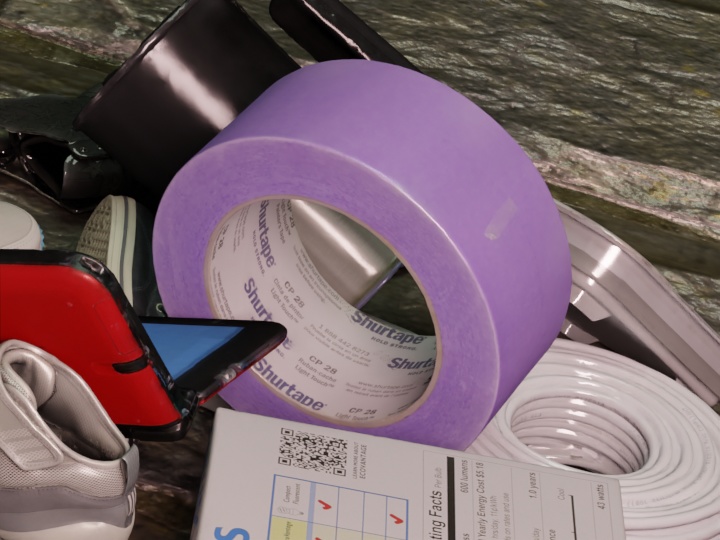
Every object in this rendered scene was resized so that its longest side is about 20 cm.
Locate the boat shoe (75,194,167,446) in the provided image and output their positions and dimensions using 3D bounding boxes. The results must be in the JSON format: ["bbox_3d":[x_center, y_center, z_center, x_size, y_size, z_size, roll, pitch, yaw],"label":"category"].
[{"bbox_3d":[-0.124,0.044,1.304,0.062,0.075,0.200,25,41,-23],"label":"boat shoe"}]

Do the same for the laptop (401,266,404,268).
[{"bbox_3d":[-0.017,-0.085,1.568,0.200,0.103,0.177,-16,41,-42],"label":"laptop"}]

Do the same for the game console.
[{"bbox_3d":[-0.163,0.013,1.160,0.200,0.172,0.119,1,49,24],"label":"game console"}]

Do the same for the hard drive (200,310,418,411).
[{"bbox_3d":[-0.067,0.041,1.404,0.200,0.026,0.132,22,30,14],"label":"hard drive"}]

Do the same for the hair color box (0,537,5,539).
[{"bbox_3d":[-0.264,0.123,1.138,0.200,0.061,0.101,31,33,26],"label":"hair color box"}]

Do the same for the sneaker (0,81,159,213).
[{"bbox_3d":[-0.152,-0.063,1.521,0.200,0.060,0.104,28,38,24],"label":"sneaker"}]

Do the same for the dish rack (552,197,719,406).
[{"bbox_3d":[0.134,0.013,1.426,0.172,0.044,0.200,31,-6,45],"label":"dish rack"}]

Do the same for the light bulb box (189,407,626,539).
[{"bbox_3d":[0.014,0.178,1.094,0.200,0.125,0.198,10,29,-4],"label":"light bulb box"}]

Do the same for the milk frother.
[{"bbox_3d":[-0.027,-0.087,1.329,0.188,0.200,0.181,43,75,-4],"label":"milk frother"}]

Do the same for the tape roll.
[{"bbox_3d":[0.000,0.000,1.226,0.200,0.200,0.085,25,43,19],"label":"tape roll"}]

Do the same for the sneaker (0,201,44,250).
[{"bbox_3d":[-0.255,-0.030,1.283,0.200,0.081,0.077,3,27,-36],"label":"sneaker"}]

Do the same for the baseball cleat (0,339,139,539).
[{"bbox_3d":[-0.192,0.065,1.100,0.200,0.107,0.070,16,35,6],"label":"baseball cleat"}]

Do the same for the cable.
[{"bbox_3d":[0.111,0.108,1.317,0.200,0.069,0.200,34,35,32],"label":"cable"}]
